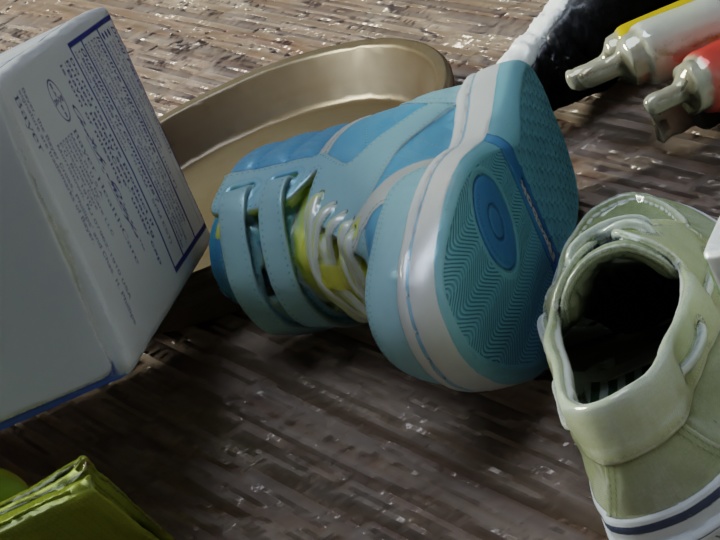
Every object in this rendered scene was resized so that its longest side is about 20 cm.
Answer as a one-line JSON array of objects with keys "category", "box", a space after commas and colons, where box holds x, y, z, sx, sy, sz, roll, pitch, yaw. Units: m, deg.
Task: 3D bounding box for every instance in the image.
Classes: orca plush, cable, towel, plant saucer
[{"category": "orca plush", "box": [0.123, -0.118, 1.001, 0.071, 0.105, 0.200, 30, 57, 22]}, {"category": "cable", "box": [0.173, -0.102, 0.933, 0.199, 0.050, 0.097, -33, 24, -11]}, {"category": "towel", "box": [-0.157, 0.115, 0.804, 0.199, 0.086, 0.018, -24, 64, 6]}, {"category": "plant saucer", "box": [-0.050, -0.032, 1.056, 0.199, 0.030, 0.200, -22, 23, 10]}]

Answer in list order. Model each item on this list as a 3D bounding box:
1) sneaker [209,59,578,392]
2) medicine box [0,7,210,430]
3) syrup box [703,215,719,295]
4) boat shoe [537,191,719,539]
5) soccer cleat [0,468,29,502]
[{"category": "sneaker", "box": [0.000, 0.000, 0.874, 0.130, 0.080, 0.200, -17, 15, 17]}, {"category": "medicine box", "box": [-0.163, 0.001, 0.894, 0.181, 0.103, 0.200, -24, 9, 9]}, {"category": "syrup box", "box": [0.171, -0.032, 0.750, 0.081, 0.079, 0.200, -12, 27, 32]}, {"category": "boat shoe", "box": [0.086, 0.015, 0.762, 0.072, 0.062, 0.200, -23, 22, 9]}, {"category": "soccer cleat", "box": [-0.202, 0.106, 0.874, 0.199, 0.065, 0.084, -27, 33, 5]}]
